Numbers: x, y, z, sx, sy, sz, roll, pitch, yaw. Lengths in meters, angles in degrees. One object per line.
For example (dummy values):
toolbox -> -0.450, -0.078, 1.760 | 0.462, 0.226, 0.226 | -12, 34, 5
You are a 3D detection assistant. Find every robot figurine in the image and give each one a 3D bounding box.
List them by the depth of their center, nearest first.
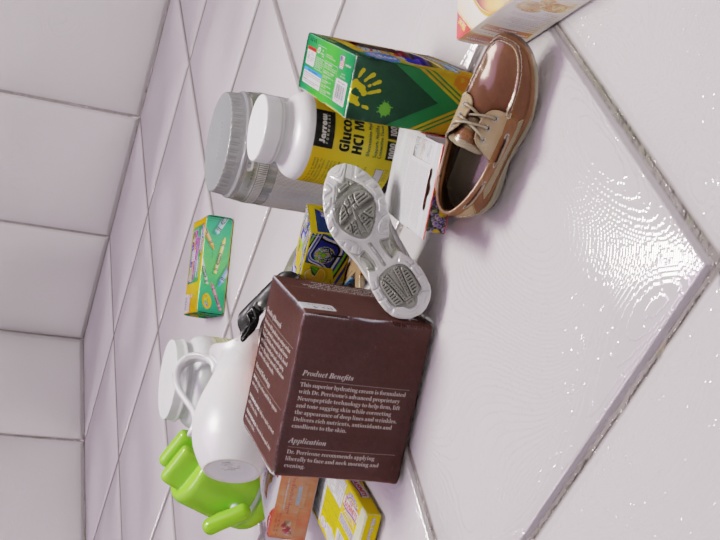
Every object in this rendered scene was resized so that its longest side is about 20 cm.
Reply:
robot figurine -> -0.214, 0.328, 1.673 | 0.116, 0.199, 0.176 | -51, 27, 11

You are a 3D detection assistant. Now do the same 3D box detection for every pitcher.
pitcher -> -0.196, 0.195, 1.521 | 0.121, 0.170, 0.202 | 56, -152, -50

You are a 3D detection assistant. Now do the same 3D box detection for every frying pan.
frying pan -> -0.142, 0.058, 1.414 | 0.115, 0.031, 0.190 | -42, 3, 39

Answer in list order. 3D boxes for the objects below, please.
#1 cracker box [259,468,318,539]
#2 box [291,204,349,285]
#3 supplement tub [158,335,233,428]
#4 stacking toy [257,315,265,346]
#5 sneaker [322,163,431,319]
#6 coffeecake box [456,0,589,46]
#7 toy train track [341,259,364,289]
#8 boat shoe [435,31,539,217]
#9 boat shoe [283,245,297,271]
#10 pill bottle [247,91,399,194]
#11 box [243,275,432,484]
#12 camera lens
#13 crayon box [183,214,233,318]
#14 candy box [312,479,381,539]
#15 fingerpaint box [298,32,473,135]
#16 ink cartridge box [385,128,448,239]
cracker box -> -0.102, 0.278, 1.534 | 0.200, 0.057, 0.135 | -126, 48, -74
box -> -0.062, 0.009, 1.508 | 0.070, 0.064, 0.201 | -101, 21, -50
supplement tub -> -0.206, 0.180, 1.682 | 0.145, 0.198, 0.147 | -172, 90, -69
stacking toy -> -0.072, 0.134, 1.505 | 0.201, 0.144, 0.147 | 100, 167, -58
sneaker -> 0.014, -0.031, 1.281 | 0.202, 0.077, 0.099 | 64, 179, 4
coffeecake box -> 0.174, -0.329, 1.074 | 0.200, 0.072, 0.155 | 158, 117, -66
toy train track -> 0.000, 0.000, 1.459 | 0.200, 0.032, 0.116 | 135, 138, -68
boat shoe -> 0.126, -0.142, 1.099 | 0.075, 0.072, 0.202 | 26, 119, 28
boat shoe -> -0.087, 0.022, 1.632 | 0.202, 0.062, 0.075 | -68, 16, -6
pill bottle -> -0.040, -0.166, 1.386 | 0.112, 0.198, 0.114 | -172, 90, -68
box -> -0.033, 0.131, 1.306 | 0.164, 0.164, 0.202 | -142, 63, -67
camera lens -> -0.115, -0.171, 1.576 | 0.160, 0.198, 0.162 | -172, 90, -68
crayon box -> -0.315, -0.006, 2.219 | 0.119, 0.058, 0.202 | 167, 109, -67
candy box -> -0.024, 0.311, 1.410 | 0.200, 0.026, 0.103 | -130, 53, -63
fingerpaint box -> 0.035, -0.220, 1.259 | 0.200, 0.165, 0.074 | -132, 52, -64
ink cartridge box -> 0.078, -0.103, 1.233 | 0.200, 0.050, 0.110 | -129, 50, -72
